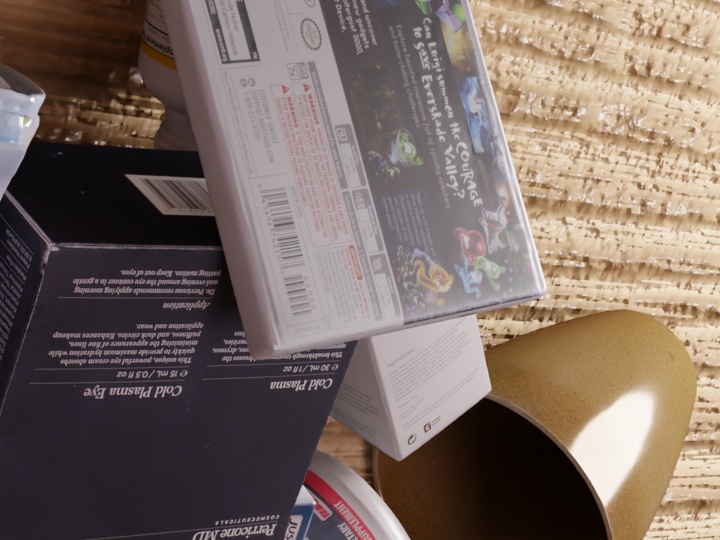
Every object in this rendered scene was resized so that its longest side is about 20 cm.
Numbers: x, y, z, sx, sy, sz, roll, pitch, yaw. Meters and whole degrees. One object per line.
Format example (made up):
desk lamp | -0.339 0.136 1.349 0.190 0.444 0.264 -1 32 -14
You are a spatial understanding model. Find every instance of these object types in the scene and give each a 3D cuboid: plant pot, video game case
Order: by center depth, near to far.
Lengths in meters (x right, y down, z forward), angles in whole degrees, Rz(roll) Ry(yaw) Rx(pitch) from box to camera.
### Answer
video game case | -0.003 -0.069 0.937 0.181 0.023 0.201 -10 83 -40
plant pot | 0.139 0.113 1.311 0.200 0.186 0.187 -35 134 -43

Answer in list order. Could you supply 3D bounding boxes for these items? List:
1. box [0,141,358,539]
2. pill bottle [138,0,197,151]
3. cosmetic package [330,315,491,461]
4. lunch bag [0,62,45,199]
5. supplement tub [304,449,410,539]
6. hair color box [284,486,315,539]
box | -0.114 0.042 0.956 0.199 0.104 0.183 1 119 -40
pill bottle | -0.059 -0.144 1.016 0.104 0.104 0.201 -8 117 -41
cosmetic package | 0.000 0.000 1.149 0.085 0.107 0.201 -34 133 -25
lunch bag | -0.229 -0.032 0.844 0.127 0.200 0.170 10 106 -46
supplement tub | -0.070 0.213 1.173 0.200 0.140 0.141 -36 132 -25
hair color box | -0.136 0.127 1.066 0.199 0.100 0.061 0 122 -34
